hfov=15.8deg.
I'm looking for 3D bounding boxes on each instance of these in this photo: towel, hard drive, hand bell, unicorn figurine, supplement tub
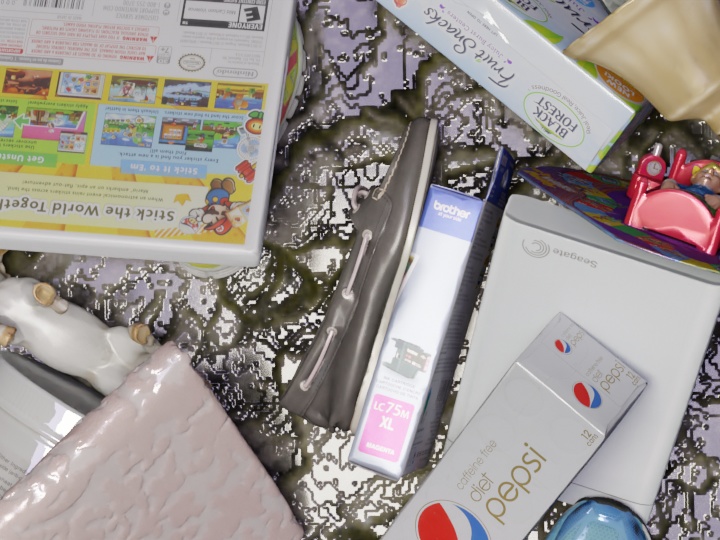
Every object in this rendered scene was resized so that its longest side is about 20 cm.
[{"bbox_3d":[-0.140,0.164,1.500,0.200,0.191,0.032,-45,46,-13],"label":"towel"},{"bbox_3d":[0.128,0.056,1.509,0.131,0.027,0.201,18,132,7],"label":"hard drive"},{"bbox_3d":[0.209,-0.070,1.418,0.104,0.104,0.200,-36,91,4],"label":"hand bell"},{"bbox_3d":[-0.184,0.029,1.567,0.074,0.137,0.200,-46,99,-6],"label":"unicorn figurine"},{"bbox_3d":[-0.212,0.165,1.553,0.132,0.132,0.200,31,91,6],"label":"supplement tub"}]

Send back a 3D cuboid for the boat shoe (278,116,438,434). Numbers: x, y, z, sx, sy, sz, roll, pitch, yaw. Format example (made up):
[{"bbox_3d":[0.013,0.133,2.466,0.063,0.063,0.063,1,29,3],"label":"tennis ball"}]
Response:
[{"bbox_3d":[0.000,0.000,1.567,0.057,0.067,0.201,15,94,2],"label":"boat shoe"}]

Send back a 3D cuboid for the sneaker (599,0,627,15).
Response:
[{"bbox_3d":[0.227,-0.175,1.519,0.146,0.077,0.202,-37,83,-30],"label":"sneaker"}]

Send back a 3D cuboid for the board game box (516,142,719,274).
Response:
[{"bbox_3d":[0.187,-0.042,1.476,0.157,0.200,0.039,9,105,-28],"label":"board game box"}]

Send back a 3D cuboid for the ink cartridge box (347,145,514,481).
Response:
[{"bbox_3d":[0.044,0.021,1.534,0.042,0.119,0.201,19,91,8],"label":"ink cartridge box"}]

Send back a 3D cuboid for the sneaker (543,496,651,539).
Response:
[{"bbox_3d":[0.126,0.234,1.535,0.078,0.090,0.201,16,91,7],"label":"sneaker"}]

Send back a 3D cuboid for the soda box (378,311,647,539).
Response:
[{"bbox_3d":[0.082,0.120,1.505,0.068,0.064,0.200,39,129,7],"label":"soda box"}]

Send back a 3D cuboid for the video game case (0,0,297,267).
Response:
[{"bbox_3d":[-0.146,-0.093,1.518,0.199,0.023,0.183,4,65,6],"label":"video game case"}]

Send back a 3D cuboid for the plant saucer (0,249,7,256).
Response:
[{"bbox_3d":[-0.272,-0.081,1.570,0.199,0.035,0.201,-7,62,14],"label":"plant saucer"}]

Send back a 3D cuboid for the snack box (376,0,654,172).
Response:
[{"bbox_3d":[0.089,-0.154,1.520,0.200,0.142,0.053,39,117,5],"label":"snack box"}]

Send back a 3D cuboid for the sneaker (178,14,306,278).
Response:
[{"bbox_3d":[-0.080,-0.096,1.565,0.078,0.090,0.201,4,88,8],"label":"sneaker"}]
